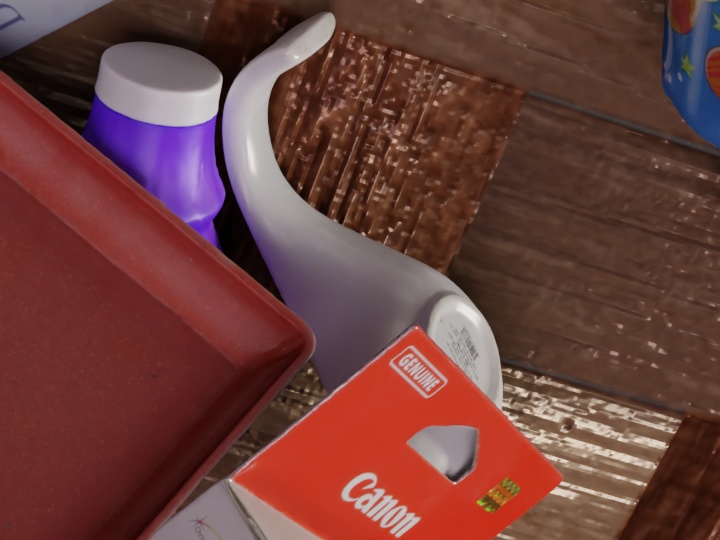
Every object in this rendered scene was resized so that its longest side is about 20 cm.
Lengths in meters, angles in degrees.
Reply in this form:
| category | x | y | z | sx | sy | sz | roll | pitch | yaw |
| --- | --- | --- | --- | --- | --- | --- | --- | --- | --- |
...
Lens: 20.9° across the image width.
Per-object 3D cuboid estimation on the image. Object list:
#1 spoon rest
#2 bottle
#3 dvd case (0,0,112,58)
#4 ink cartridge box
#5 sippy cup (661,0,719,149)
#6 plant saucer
| category | x | y | z | sx | sy | sz | roll | pitch | yaw |
| --- | --- | --- | --- | --- | --- | --- | --- | --- | --- |
| spoon rest | 0.000 | 0.000 | 0.777 | 0.060 | 0.099 | 0.201 | -13 | 109 | 35 |
| bottle | -0.095 | 0.010 | 0.775 | 0.065 | 0.083 | 0.201 | 28 | 121 | 27 |
| dvd case | -0.101 | -0.155 | 0.685 | 0.199 | 0.018 | 0.143 | -24 | 140 | 14 |
| ink cartridge box | -0.005 | 0.120 | 0.736 | 0.173 | 0.044 | 0.200 | -38 | 150 | 4 |
| sippy cup | 0.164 | -0.109 | 0.686 | 0.177 | 0.139 | 0.131 | 31 | 138 | 26 |
| plant saucer | -0.149 | 0.033 | 0.673 | 0.199 | 0.200 | 0.037 | 39 | 146 | 5 |
